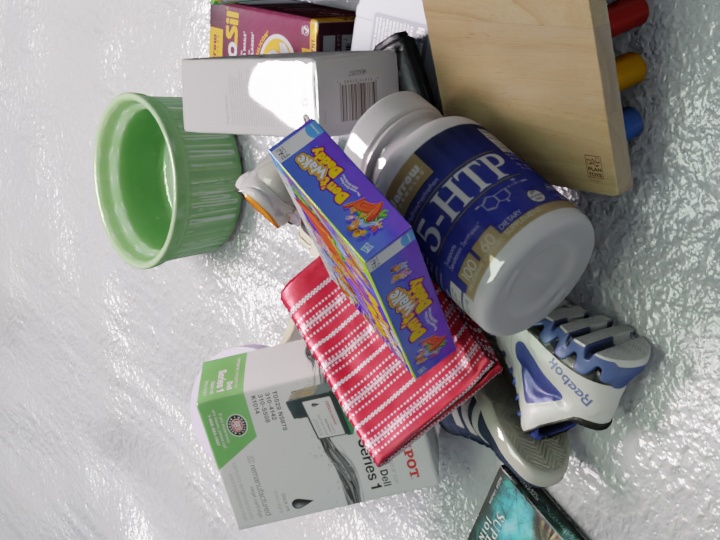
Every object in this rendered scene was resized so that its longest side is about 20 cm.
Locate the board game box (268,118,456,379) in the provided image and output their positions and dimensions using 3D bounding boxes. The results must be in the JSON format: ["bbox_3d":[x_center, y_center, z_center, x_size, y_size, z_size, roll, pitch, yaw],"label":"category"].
[{"bbox_3d":[0.005,-0.014,1.195,0.135,0.045,0.200,49,171,32],"label":"board game box"}]

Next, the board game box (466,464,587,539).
[{"bbox_3d":[0.141,0.292,1.355,0.135,0.028,0.201,48,133,38],"label":"board game box"}]

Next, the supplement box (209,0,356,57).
[{"bbox_3d":[-0.067,-0.208,1.491,0.200,0.085,0.111,22,115,51],"label":"supplement box"}]

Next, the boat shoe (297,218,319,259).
[{"bbox_3d":[0.000,0.000,1.401,0.063,0.071,0.200,-59,46,25],"label":"boat shoe"}]

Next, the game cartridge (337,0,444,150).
[{"bbox_3d":[0.044,-0.162,1.368,0.133,0.040,0.201,25,114,40],"label":"game cartridge"}]

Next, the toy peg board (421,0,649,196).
[{"bbox_3d":[0.156,-0.181,1.205,0.200,0.098,0.200,17,126,53],"label":"toy peg board"}]

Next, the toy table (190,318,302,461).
[{"bbox_3d":[-0.078,0.133,1.551,0.200,0.117,0.185,-1,95,53],"label":"toy table"}]

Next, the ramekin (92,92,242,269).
[{"bbox_3d":[-0.219,-0.106,1.712,0.200,0.097,0.201,15,108,52],"label":"ramekin"}]

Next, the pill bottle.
[{"bbox_3d":[0.080,-0.053,1.202,0.200,0.119,0.120,44,131,31],"label":"pill bottle"}]

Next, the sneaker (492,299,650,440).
[{"bbox_3d":[0.147,0.076,1.258,0.199,0.080,0.116,37,123,43],"label":"sneaker"}]

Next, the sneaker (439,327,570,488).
[{"bbox_3d":[0.115,0.132,1.325,0.200,0.075,0.085,59,138,43],"label":"sneaker"}]

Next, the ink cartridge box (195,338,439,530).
[{"bbox_3d":[-0.036,0.142,1.394,0.084,0.199,0.147,-91,-14,-66],"label":"ink cartridge box"}]

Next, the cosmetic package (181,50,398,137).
[{"bbox_3d":[-0.066,-0.161,1.347,0.199,0.101,0.074,10,106,47],"label":"cosmetic package"}]

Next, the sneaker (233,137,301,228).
[{"bbox_3d":[-0.061,-0.097,1.482,0.076,0.200,0.092,43,97,-4],"label":"sneaker"}]

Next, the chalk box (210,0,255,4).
[{"bbox_3d":[-0.089,-0.328,1.437,0.200,0.123,0.126,-176,79,-80],"label":"chalk box"}]

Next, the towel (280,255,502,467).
[{"bbox_3d":[0.020,0.050,1.302,0.145,0.022,0.200,-41,59,15],"label":"towel"}]

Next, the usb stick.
[{"bbox_3d":[0.058,-0.111,1.318,0.055,0.032,0.201,-28,78,60],"label":"usb stick"}]
